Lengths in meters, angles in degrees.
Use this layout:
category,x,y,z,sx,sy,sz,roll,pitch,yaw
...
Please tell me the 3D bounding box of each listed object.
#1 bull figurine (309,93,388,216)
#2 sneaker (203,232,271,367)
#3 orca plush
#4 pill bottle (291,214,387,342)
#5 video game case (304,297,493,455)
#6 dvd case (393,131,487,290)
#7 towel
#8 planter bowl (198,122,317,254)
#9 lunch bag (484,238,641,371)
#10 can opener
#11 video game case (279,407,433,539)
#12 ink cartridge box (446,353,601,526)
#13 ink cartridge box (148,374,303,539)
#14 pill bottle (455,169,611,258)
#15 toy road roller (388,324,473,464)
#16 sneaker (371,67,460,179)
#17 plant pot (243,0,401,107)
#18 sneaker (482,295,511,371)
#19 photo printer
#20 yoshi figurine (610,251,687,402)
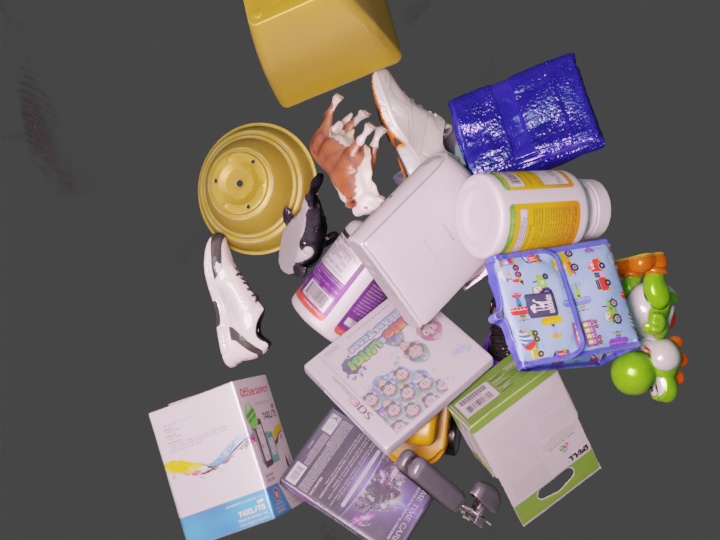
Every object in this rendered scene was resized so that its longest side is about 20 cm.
category,x,y,z,sx,sy,sz,roll,pitch,yaw
bull figurine,-0.014,-0.165,1.533,0.123,0.064,0.200,-61,41,16
sneaker,-0.186,0.040,1.618,0.078,0.074,0.204,-13,93,9
orca plush,-0.066,-0.062,1.550,0.070,0.202,0.106,-9,48,-22
pill bottle,0.000,0.000,1.543,0.111,0.111,0.201,41,98,12
video game case,0.051,0.130,1.465,0.199,0.024,0.182,-37,55,-18
dvd case,0.158,-0.096,1.553,0.148,0.016,0.202,-34,80,11
towel,0.232,-0.208,1.510,0.197,0.050,0.150,-20,83,8
planter bowl,-0.169,-0.127,1.607,0.196,0.083,0.205,-1,88,15
lunch bag,0.247,0.051,1.397,0.197,0.094,0.153,-5,72,-29
can opener,0.128,0.293,1.475,0.067,0.200,0.053,-53,39,-10
video game case,0.003,0.303,1.536,0.198,0.019,0.143,31,56,13
ink cartridge box,0.227,0.229,1.471,0.147,0.076,0.202,-34,119,-9
ink cartridge box,-0.194,0.275,1.568,0.144,0.147,0.203,-21,84,14
pill bottle,0.237,-0.078,1.439,0.197,0.111,0.113,-5,86,-29
toy road roller,0.083,0.173,1.497,0.120,0.146,0.204,6,90,14
sneaker,0.081,-0.212,1.549,0.091,0.076,0.203,-22,74,-1
plant pot,-0.076,-0.387,1.519,0.197,0.176,0.203,-19,69,13
sneaker,0.203,0.078,1.485,0.069,0.099,0.203,23,92,31
photo printer,0.098,-0.048,1.469,0.200,0.069,0.167,-44,113,-17
yoshi figurine,0.376,0.083,1.448,0.110,0.112,0.204,-11,87,24
